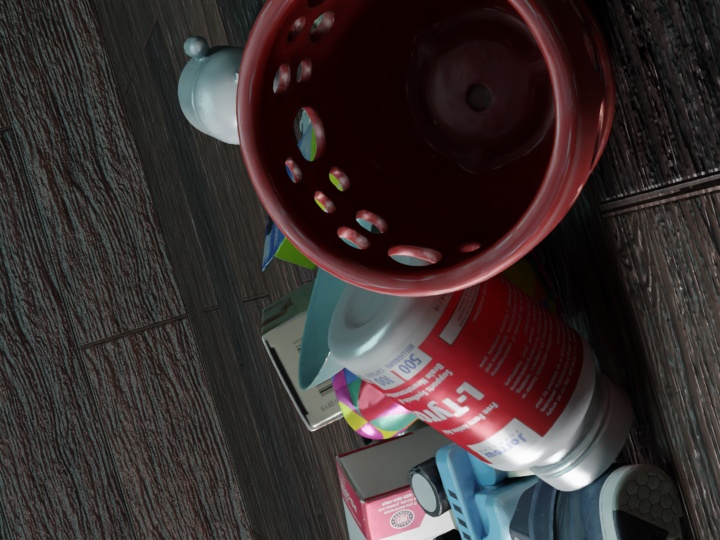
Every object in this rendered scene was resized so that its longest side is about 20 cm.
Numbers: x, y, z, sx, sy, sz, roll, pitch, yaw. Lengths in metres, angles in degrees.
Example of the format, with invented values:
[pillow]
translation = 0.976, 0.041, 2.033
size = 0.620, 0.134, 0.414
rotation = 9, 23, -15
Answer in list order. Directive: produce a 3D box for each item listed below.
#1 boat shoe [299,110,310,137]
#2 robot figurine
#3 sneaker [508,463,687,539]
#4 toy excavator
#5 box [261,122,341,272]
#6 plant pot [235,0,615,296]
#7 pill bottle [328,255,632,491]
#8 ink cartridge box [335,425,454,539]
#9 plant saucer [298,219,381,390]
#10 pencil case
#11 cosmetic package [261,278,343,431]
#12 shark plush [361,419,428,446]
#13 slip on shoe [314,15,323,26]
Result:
[boat shoe]
translation = -0.027, -0.158, 1.367
size = 0.201, 0.070, 0.072
rotation = 119, 138, -67
[robot figurine]
translation = -0.155, -0.213, 1.694
size = 0.170, 0.113, 0.200
rotation = 48, 174, -21
[sneaker]
translation = 0.176, 0.233, 1.008
size = 0.146, 0.077, 0.203
rotation = -5, 92, 64
[toy excavator]
translation = 0.126, 0.163, 1.150
size = 0.200, 0.100, 0.195
rotation = -13, 95, 63
[box]
translation = -0.027, -0.095, 1.252
size = 0.122, 0.047, 0.200
rotation = -86, 22, -44
[plant pot]
translation = 0.053, -0.101, 0.831
size = 0.182, 0.200, 0.201
rotation = -30, -74, -63
[pill bottle]
translation = 0.085, 0.064, 0.956
size = 0.200, 0.112, 0.112
rotation = 35, 178, -20
[ink cartridge box]
translation = 0.068, 0.255, 1.328
size = 0.084, 0.144, 0.201
rotation = -129, 26, -58
[plant saucer]
translation = 0.000, 0.000, 1.078
size = 0.201, 0.039, 0.202
rotation = -162, 90, -81
[pencil case]
translation = 0.063, 0.054, 1.081
size = 0.200, 0.088, 0.089
rotation = -38, 65, 35
[cosmetic package]
translation = -0.036, 0.071, 1.321
size = 0.104, 0.087, 0.200
rotation = 62, 180, -5
[shark plush]
translation = 0.073, 0.185, 1.470
size = 0.200, 0.091, 0.083
rotation = 58, -164, -32
[slip on shoe]
translation = -0.017, -0.248, 1.261
size = 0.076, 0.060, 0.200
rotation = 53, -172, -12
